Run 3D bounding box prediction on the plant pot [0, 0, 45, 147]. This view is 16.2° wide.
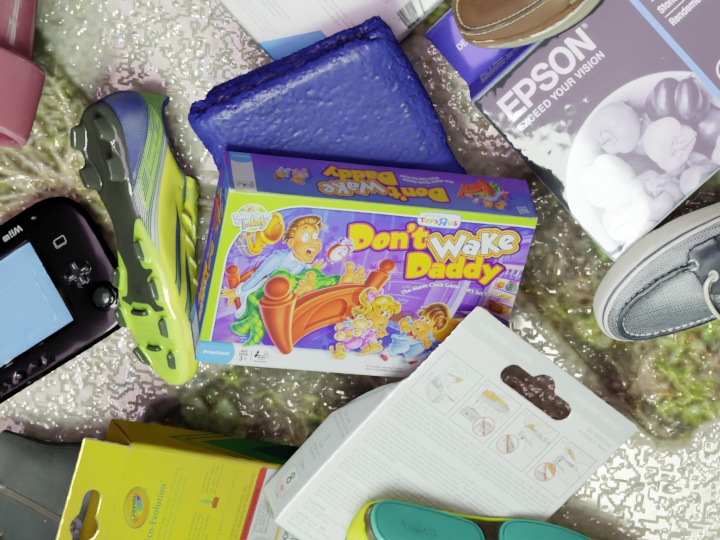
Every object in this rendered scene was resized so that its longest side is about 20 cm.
[{"bbox_3d":[-0.289,-0.193,1.646,0.199,0.200,0.180,16,87,6],"label":"plant pot"}]

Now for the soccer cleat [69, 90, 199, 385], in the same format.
[{"bbox_3d":[-0.132,-0.024,1.698,0.065,0.083,0.201,-9,98,51],"label":"soccer cleat"}]

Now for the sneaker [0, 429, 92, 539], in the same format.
[{"bbox_3d":[-0.215,0.210,1.761,0.106,0.075,0.201,12,101,18],"label":"sneaker"}]

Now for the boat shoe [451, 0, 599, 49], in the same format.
[{"bbox_3d":[0.136,-0.213,1.601,0.200,0.072,0.076,-34,61,18],"label":"boat shoe"}]

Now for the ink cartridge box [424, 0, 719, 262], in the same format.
[{"bbox_3d":[0.174,-0.144,1.649,0.198,0.043,0.200,-42,90,13],"label":"ink cartridge box"}]

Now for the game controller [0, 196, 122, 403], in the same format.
[{"bbox_3d":[-0.254,0.035,1.745,0.200,0.042,0.105,-32,94,12],"label":"game controller"}]

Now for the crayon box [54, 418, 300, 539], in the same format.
[{"bbox_3d":[-0.114,0.174,1.695,0.199,0.051,0.128,12,103,-26],"label":"crayon box"}]

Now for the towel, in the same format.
[{"bbox_3d":[-0.010,-0.062,1.649,0.147,0.050,0.200,-24,126,8],"label":"towel"}]

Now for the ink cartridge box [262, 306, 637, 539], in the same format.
[{"bbox_3d":[0.059,0.126,1.676,0.162,0.057,0.200,36,100,-28],"label":"ink cartridge box"}]

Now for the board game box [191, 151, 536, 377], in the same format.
[{"bbox_3d":[0.000,0.000,1.627,0.199,0.045,0.135,5,125,-12],"label":"board game box"}]

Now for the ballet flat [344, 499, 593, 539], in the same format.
[{"bbox_3d":[0.079,0.197,1.664,0.199,0.067,0.067,14,135,-18],"label":"ballet flat"}]

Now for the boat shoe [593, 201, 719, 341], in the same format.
[{"bbox_3d":[0.248,0.006,1.627,0.200,0.093,0.075,-32,131,12],"label":"boat shoe"}]

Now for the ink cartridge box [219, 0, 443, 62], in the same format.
[{"bbox_3d":[0.012,-0.215,1.648,0.200,0.068,0.116,-41,92,13],"label":"ink cartridge box"}]
